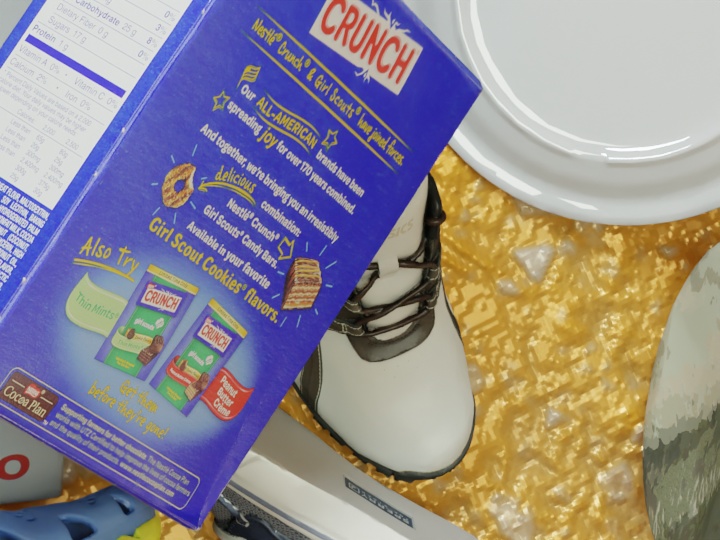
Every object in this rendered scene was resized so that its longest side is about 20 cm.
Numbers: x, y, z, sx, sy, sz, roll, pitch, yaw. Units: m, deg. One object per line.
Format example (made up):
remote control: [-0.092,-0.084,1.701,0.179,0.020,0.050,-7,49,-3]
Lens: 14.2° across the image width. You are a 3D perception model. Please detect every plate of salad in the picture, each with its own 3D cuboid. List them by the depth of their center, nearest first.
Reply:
plate of salad: [0.112,-0.119,1.209,0.199,0.048,0.201,2,104,6]

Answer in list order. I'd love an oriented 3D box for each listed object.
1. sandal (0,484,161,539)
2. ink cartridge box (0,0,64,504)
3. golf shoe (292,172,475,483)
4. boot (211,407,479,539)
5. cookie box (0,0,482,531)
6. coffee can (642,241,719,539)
sandal: [-0.164,0.109,1.063,0.200,0.080,0.087,-17,72,-34]
ink cartridge box: [-0.184,-0.007,1.077,0.144,0.084,0.201,-6,124,-20]
golf shoe: [0.000,0.000,1.172,0.078,0.094,0.201,-26,103,-13]
boot: [-0.033,0.118,1.188,0.200,0.073,0.090,34,104,-5]
cookie box: [-0.065,-0.029,1.026,0.200,0.075,0.171,-56,147,-4]
coffee can: [0.239,0.072,1.220,0.199,0.146,0.147,10,92,-16]
